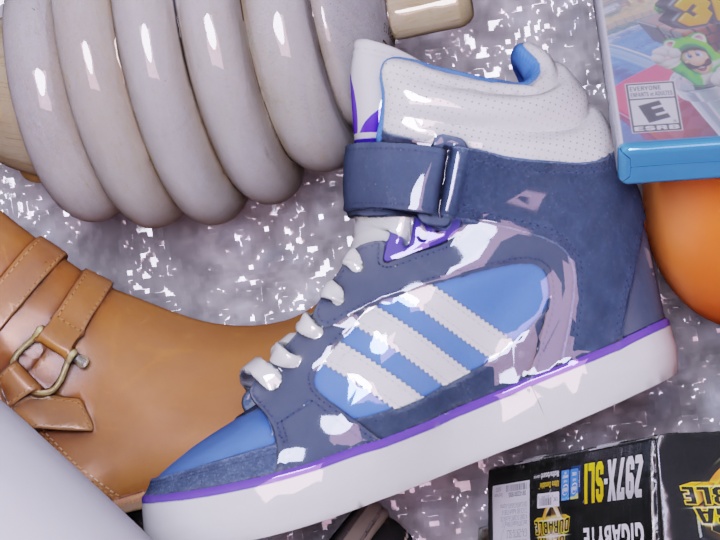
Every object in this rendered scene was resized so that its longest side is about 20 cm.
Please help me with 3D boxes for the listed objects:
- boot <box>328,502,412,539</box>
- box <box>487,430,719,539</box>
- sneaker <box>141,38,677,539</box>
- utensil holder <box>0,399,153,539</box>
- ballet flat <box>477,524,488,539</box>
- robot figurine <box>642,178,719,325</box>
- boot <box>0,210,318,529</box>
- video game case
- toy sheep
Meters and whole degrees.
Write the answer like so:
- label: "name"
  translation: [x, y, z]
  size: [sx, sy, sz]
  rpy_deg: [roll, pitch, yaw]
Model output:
- label: "boot"
  translation: [0.022, 0.187, 0.947]
  size: [0.150, 0.200, 0.073]
  rpy_deg: [29, 130, -4]
- label: "box"
  translation: [0.161, 0.081, 0.911]
  size: [0.199, 0.160, 0.050]
  rpy_deg: [0, 81, -17]
- label: "sneaker"
  translation: [0.000, 0.000, 0.914]
  size: [0.199, 0.081, 0.147]
  rpy_deg: [-20, 89, -7]
- label: "utensil holder"
  translation: [-0.123, 0.133, 0.800]
  size: [0.170, 0.170, 0.200]
  rpy_deg: [-44, 105, 0]
- label: "ballet flat"
  translation: [0.099, 0.179, 0.987]
  size: [0.071, 0.072, 0.201]
  rpy_deg: [-17, 89, 1]
- label: "robot figurine"
  translation: [0.186, -0.024, 0.951]
  size: [0.199, 0.117, 0.145]
  rpy_deg: [12, 107, 16]
- label: "boot"
  translation: [-0.086, 0.028, 0.991]
  size: [0.200, 0.074, 0.155]
  rpy_deg: [-43, 84, -2]
- label: "video game case"
  translation: [0.152, -0.107, 0.944]
  size: [0.142, 0.201, 0.018]
  rpy_deg: [-4, 133, 2]
- label: "toy sheep"
  translation: [-0.058, -0.082, 0.964]
  size: [0.199, 0.138, 0.139]
  rpy_deg: [-13, 89, 14]
